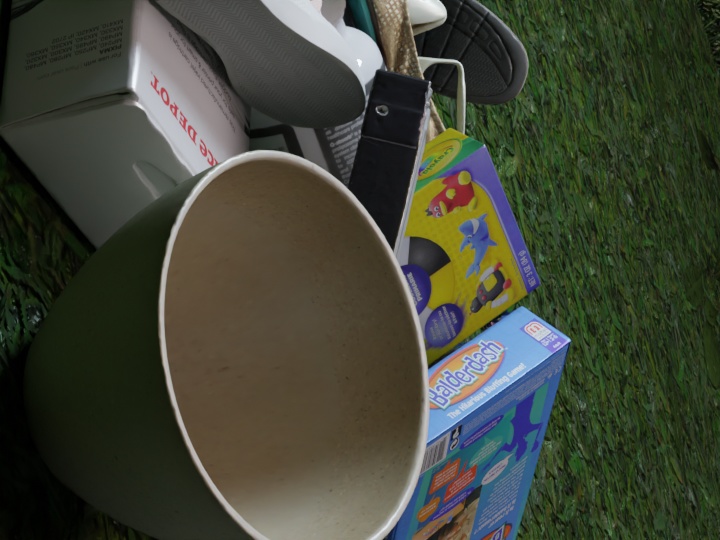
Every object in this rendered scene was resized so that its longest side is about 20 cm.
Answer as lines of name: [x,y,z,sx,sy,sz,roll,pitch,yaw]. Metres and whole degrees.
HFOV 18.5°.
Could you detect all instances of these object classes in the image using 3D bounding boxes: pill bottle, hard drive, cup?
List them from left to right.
cup: [-0.081,0.053,1.090,0.200,0.143,0.200,21,63,-48]
pill bottle: [-0.028,-0.087,1.422,0.116,0.116,0.200,-68,142,-60]
hard drive: [0.000,0.000,1.237,0.140,0.038,0.200,105,-1,-80]

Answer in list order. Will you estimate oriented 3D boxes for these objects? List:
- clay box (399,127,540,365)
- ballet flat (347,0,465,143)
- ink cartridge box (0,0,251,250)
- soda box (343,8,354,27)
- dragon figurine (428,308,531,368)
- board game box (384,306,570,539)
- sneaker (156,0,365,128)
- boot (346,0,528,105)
clay box: [0.008,0.014,1.371,0.048,0.200,0.115,30,-29,53]
ballet flat: [0.033,-0.147,1.497,0.071,0.065,0.200,-128,-158,-76]
ink cartridge box: [-0.123,-0.121,1.211,0.145,0.084,0.200,55,27,-49]
soda box: [-0.014,-0.088,1.545,0.063,0.068,0.200,-75,147,-55]
dragon figurine: [0.077,0.070,1.493,0.200,0.099,0.059,73,9,-79]
board game box: [0.050,0.136,1.372,0.152,0.045,0.200,-31,145,-38]
sneaker: [-0.050,-0.165,1.204,0.200,0.074,0.116,48,37,-57]
boot: [0.039,-0.172,1.605,0.151,0.200,0.073,7,105,-77]
